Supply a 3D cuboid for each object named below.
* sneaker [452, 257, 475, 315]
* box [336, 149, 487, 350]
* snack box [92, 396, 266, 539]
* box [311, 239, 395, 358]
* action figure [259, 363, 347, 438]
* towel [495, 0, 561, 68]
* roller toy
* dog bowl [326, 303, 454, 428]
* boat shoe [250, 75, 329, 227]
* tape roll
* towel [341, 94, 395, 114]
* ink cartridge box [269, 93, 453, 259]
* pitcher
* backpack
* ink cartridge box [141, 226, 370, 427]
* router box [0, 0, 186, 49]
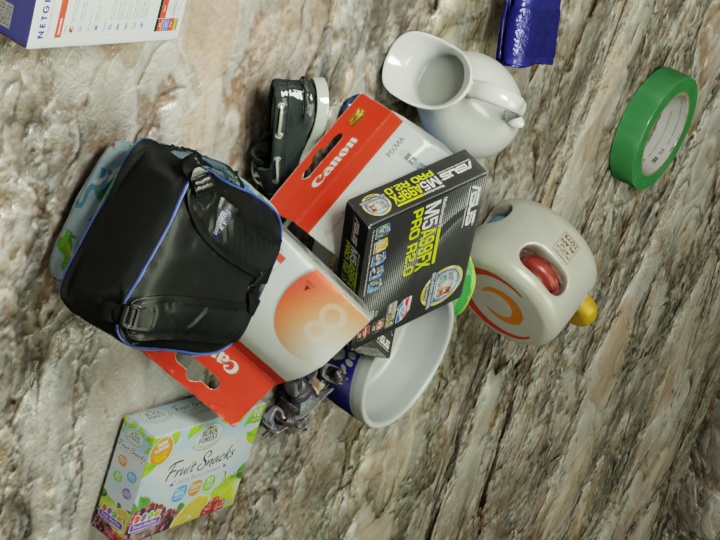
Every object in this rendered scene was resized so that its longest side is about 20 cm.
[{"bbox_3d":[0.106,-0.024,1.940,0.083,0.073,0.202,-39,137,-40],"label":"sneaker"},{"bbox_3d":[0.051,-0.020,1.587,0.159,0.044,0.201,-24,145,-27],"label":"box"},{"bbox_3d":[-0.202,0.217,1.654,0.199,0.053,0.144,-13,126,-56],"label":"snack box"},{"bbox_3d":[0.000,0.000,1.738,0.200,0.048,0.161,47,53,-62],"label":"box"},{"bbox_3d":[-0.073,0.137,1.788,0.130,0.069,0.202,-47,154,-35],"label":"action figure"},{"bbox_3d":[0.210,-0.349,1.784,0.147,0.049,0.203,-19,119,-65],"label":"towel"},{"bbox_3d":[0.234,-0.001,2.051,0.140,0.199,0.184,-48,145,-24],"label":"roller toy"},{"bbox_3d":[0.035,0.102,1.926,0.200,0.078,0.202,-41,147,-34],"label":"dog bowl"},{"bbox_3d":[-0.085,-0.123,1.518,0.059,0.076,0.202,2,133,-18],"label":"boat shoe"},{"bbox_3d":[0.484,-0.233,2.416,0.200,0.048,0.202,-42,148,-33],"label":"tape roll"},{"bbox_3d":[0.042,-0.130,1.696,0.199,0.048,0.113,20,62,-62],"label":"towel"},{"bbox_3d":[0.009,-0.087,1.541,0.160,0.047,0.199,-48,151,11],"label":"ink cartridge box"},{"bbox_3d":[0.136,-0.195,1.707,0.123,0.170,0.200,-64,152,0],"label":"pitcher"},{"bbox_3d":[-0.175,-0.023,1.359,0.199,0.146,0.185,21,97,-59],"label":"backpack"},{"bbox_3d":[-0.113,0.060,1.510,0.200,0.050,0.162,-45,116,6],"label":"ink cartridge box"},{"bbox_3d":[-0.198,-0.283,1.171,0.179,0.049,0.202,-16,130,-54],"label":"router box"}]
